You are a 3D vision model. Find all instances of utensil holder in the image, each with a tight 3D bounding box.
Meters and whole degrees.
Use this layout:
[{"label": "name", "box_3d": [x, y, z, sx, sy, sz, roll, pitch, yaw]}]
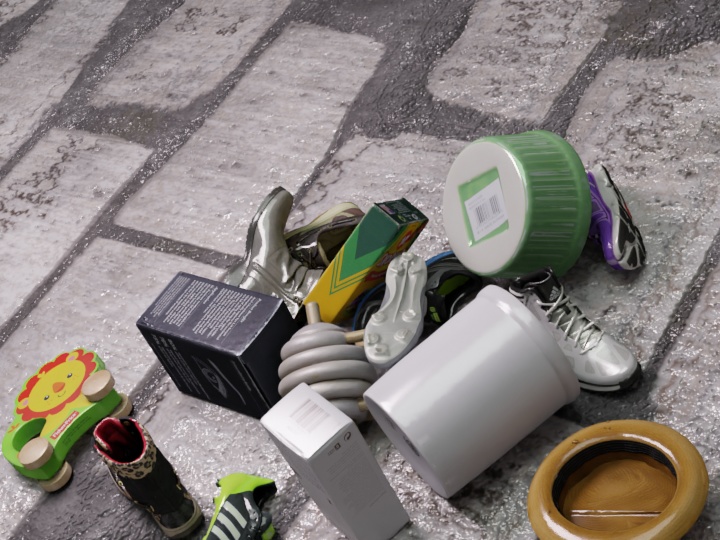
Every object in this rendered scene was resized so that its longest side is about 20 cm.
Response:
[{"label": "utensil holder", "box_3d": [0.128, 0.144, 1.579, 0.200, 0.170, 0.170, -39, 42, -11]}]

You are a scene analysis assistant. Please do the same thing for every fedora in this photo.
[{"label": "fedora", "box_3d": [0.281, 0.251, 1.450, 0.200, 0.082, 0.201, -19, 38, 16]}]

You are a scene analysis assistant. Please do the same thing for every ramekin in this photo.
[{"label": "ramekin", "box_3d": [0.194, -0.082, 1.741, 0.097, 0.200, 0.200, -2, 27, -34]}]

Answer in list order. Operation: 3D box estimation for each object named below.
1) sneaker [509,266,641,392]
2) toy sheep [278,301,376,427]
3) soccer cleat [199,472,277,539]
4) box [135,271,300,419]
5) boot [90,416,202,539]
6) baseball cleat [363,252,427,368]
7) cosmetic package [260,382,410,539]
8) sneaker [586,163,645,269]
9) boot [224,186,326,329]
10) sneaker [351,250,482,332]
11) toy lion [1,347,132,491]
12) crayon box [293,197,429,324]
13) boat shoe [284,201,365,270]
[{"label": "sneaker", "box_3d": [0.247, 0.068, 1.633, 0.076, 0.115, 0.200, -41, 43, -17]}, {"label": "toy sheep", "box_3d": [-0.040, 0.134, 1.700, 0.138, 0.138, 0.200, -16, 66, 12]}, {"label": "soccer cleat", "box_3d": [-0.146, 0.325, 1.613, 0.081, 0.068, 0.200, 0, 45, 10]}, {"label": "box", "box_3d": [-0.174, 0.102, 1.795, 0.200, 0.148, 0.104, 14, 54, 36]}, {"label": "boot", "box_3d": [-0.288, 0.239, 1.706, 0.073, 0.151, 0.200, -37, 42, -13]}, {"label": "baseball cleat", "box_3d": [0.054, 0.069, 1.675, 0.070, 0.107, 0.200, 4, 41, 17]}, {"label": "cosmetic package", "box_3d": [-0.027, 0.229, 1.542, 0.074, 0.200, 0.102, -40, 42, -16]}, {"label": "sneaker", "box_3d": [0.316, -0.057, 1.776, 0.083, 0.081, 0.200, -31, 30, 15]}, {"label": "boot", "box_3d": [-0.099, -0.009, 1.865, 0.130, 0.068, 0.200, 18, 74, 18]}, {"label": "sneaker", "box_3d": [0.074, 0.044, 1.782, 0.199, 0.071, 0.083, -32, 35, -11]}, {"label": "toy lion", "box_3d": [-0.428, 0.196, 1.901, 0.191, 0.069, 0.200, 13, 54, 46]}, {"label": "crayon box", "box_3d": [0.000, 0.000, 1.788, 0.051, 0.127, 0.200, 40, 108, 12]}, {"label": "boat shoe", "box_3d": [-0.068, -0.027, 1.927, 0.200, 0.073, 0.065, -40, 32, -15]}]
